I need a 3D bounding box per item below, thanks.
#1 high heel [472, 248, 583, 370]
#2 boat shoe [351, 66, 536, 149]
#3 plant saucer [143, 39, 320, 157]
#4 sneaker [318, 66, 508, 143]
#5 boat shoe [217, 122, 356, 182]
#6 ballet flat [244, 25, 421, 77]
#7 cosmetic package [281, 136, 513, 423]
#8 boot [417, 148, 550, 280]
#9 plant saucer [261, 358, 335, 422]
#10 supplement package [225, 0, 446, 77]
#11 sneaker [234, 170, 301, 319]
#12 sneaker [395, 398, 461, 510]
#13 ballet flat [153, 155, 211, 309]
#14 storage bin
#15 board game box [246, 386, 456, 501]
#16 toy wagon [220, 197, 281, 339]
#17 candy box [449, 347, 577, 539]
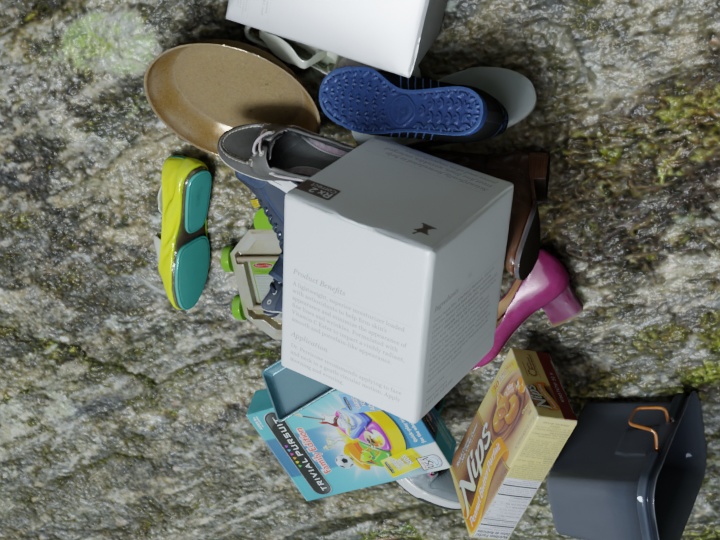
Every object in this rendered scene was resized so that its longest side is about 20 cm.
[{"bbox_3d":[0.149,0.045,1.494,0.200,0.067,0.096,-29,118,15],"label":"high heel"},{"bbox_3d":[0.091,-0.168,1.387,0.200,0.064,0.071,-9,86,17],"label":"boat shoe"},{"bbox_3d":[-0.137,-0.192,1.433,0.200,0.035,0.200,11,149,7],"label":"plant saucer"},{"bbox_3d":[0.054,-0.164,1.331,0.200,0.078,0.070,15,95,31],"label":"sneaker"},{"bbox_3d":[-0.063,-0.125,1.392,0.200,0.067,0.057,16,162,13],"label":"boat shoe"},{"bbox_3d":[-0.035,-0.228,1.391,0.200,0.069,0.069,26,125,2],"label":"ballet flat"},{"bbox_3d":[0.034,0.005,1.279,0.165,0.165,0.200,22,126,26],"label":"cosmetic package"},{"bbox_3d":[0.092,-0.064,1.382,0.200,0.187,0.064,4,132,13],"label":"boot"},{"bbox_3d":[-0.021,0.097,1.476,0.200,0.070,0.019,-33,150,19],"label":"plant saucer"},{"bbox_3d":[-0.016,-0.295,1.312,0.200,0.121,0.120,19,124,8],"label":"supplement package"},{"bbox_3d":[-0.090,-0.029,1.450,0.202,0.077,0.146,35,96,24],"label":"sneaker"},{"bbox_3d":[0.081,0.205,1.610,0.200,0.084,0.121,36,134,-3],"label":"sneaker"},{"bbox_3d":[-0.218,-0.049,1.574,0.067,0.067,0.200,27,125,28],"label":"ballet flat"},{"bbox_3d":[0.299,0.222,1.482,0.134,0.200,0.146,1,122,28],"label":"storage bin"},{"bbox_3d":[-0.011,0.187,1.539,0.200,0.047,0.151,-18,120,25],"label":"board game box"},{"bbox_3d":[-0.088,-0.006,1.563,0.155,0.040,0.200,0,119,19],"label":"toy wagon"},{"bbox_3d":[0.171,0.202,1.503,0.055,0.115,0.200,9,126,-18],"label":"candy box"}]
